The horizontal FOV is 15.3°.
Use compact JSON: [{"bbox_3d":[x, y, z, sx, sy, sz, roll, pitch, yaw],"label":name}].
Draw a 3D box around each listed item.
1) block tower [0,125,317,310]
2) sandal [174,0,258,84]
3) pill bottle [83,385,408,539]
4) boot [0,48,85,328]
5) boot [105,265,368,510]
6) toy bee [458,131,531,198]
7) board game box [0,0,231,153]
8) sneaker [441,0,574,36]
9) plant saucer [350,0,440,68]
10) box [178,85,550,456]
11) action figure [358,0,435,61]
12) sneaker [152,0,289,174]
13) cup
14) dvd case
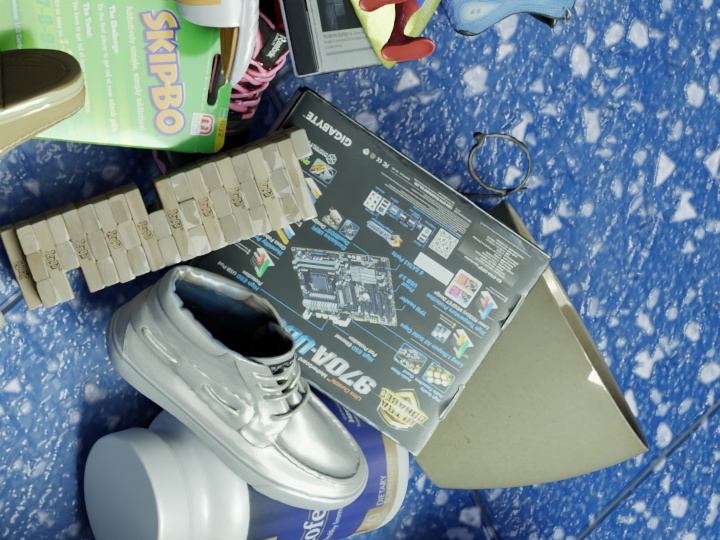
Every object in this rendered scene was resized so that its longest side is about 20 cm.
[{"bbox_3d":[-0.122,-0.032,1.672,0.199,0.054,0.058,-21,99,-6],"label":"block tower"},{"bbox_3d":[-0.093,-0.216,1.599,0.059,0.079,0.208,-2,106,-10],"label":"sandal"},{"bbox_3d":[-0.076,0.136,1.785,0.199,0.116,0.116,-11,112,-35],"label":"pill bottle"},{"bbox_3d":[-0.236,-0.034,1.598,0.199,0.073,0.156,-25,123,-4],"label":"boot"},{"bbox_3d":[-0.062,0.075,1.688,0.199,0.096,0.074,34,54,-14],"label":"boot"},{"bbox_3d":[0.015,-0.025,1.820,0.199,0.109,0.132,-7,98,-5],"label":"toy bee"},{"bbox_3d":[-0.173,-0.127,1.640,0.199,0.030,0.096,5,103,-21],"label":"board game box"},{"bbox_3d":[0.131,-0.224,1.863,0.199,0.079,0.090,-27,131,-22],"label":"sneaker"},{"bbox_3d":[0.021,-0.266,1.697,0.201,0.048,0.200,63,30,-34],"label":"plant saucer"},{"bbox_3d":[0.000,0.000,1.744,0.199,0.046,0.159,33,94,-8],"label":"box"},{"bbox_3d":[0.045,-0.210,1.621,0.066,0.051,0.201,58,31,-34],"label":"action figure"},{"bbox_3d":[-0.080,-0.139,1.700,0.079,0.095,0.201,-3,108,-41],"label":"sneaker"},{"bbox_3d":[0.091,0.073,1.868,0.143,0.201,0.201,-31,127,6],"label":"cup"},{"bbox_3d":[-0.020,-0.225,1.680,0.150,0.025,0.201,-18,98,-65],"label":"dvd case"}]
